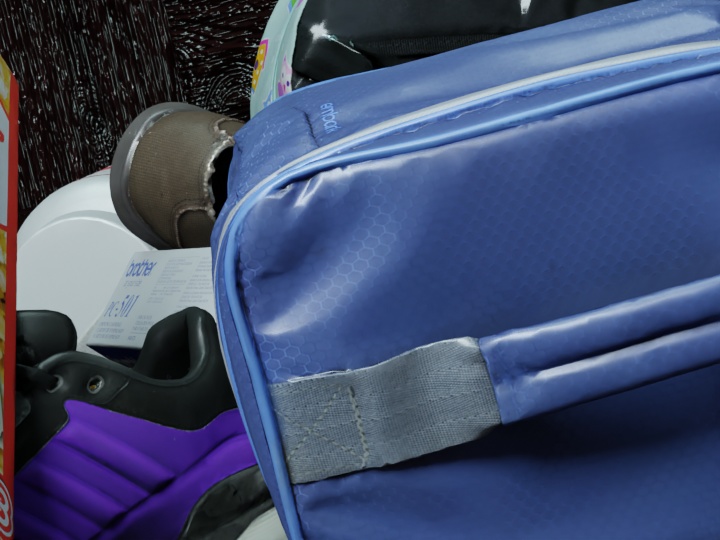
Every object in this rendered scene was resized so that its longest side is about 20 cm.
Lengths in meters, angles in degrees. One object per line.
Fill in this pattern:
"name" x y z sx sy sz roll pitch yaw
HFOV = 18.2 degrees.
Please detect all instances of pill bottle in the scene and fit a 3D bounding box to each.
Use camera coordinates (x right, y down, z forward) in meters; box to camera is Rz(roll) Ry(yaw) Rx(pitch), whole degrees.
"pill bottle" -0.124 0.002 1.192 0.111 0.113 0.200 -12 7 8

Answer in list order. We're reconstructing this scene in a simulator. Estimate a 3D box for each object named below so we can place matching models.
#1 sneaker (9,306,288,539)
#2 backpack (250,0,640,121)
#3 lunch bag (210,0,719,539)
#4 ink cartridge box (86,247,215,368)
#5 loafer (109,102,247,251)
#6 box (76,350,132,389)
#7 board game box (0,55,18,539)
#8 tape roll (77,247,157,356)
"sneaker" -0.108 0.064 0.636 0.199 0.100 0.069 -22 10 -38
"backpack" 0.065 -0.049 0.736 0.198 0.168 0.127 1 -5 -11
"lunch bag" 0.063 0.010 0.600 0.199 0.137 0.132 -15 15 1
"ink cartridge box" -0.021 0.032 0.777 0.094 0.044 0.200 32 -12 -20
"loafer" 0.000 0.000 0.852 0.199 0.073 0.071 22 -4 -26
"box" -0.116 0.040 0.727 0.199 0.042 0.039 20 1 0
"board game box" -0.171 0.020 0.624 0.151 0.046 0.201 -21 41 11
"tape roll" -0.064 -0.004 0.970 0.203 0.037 0.203 -49 1 1
